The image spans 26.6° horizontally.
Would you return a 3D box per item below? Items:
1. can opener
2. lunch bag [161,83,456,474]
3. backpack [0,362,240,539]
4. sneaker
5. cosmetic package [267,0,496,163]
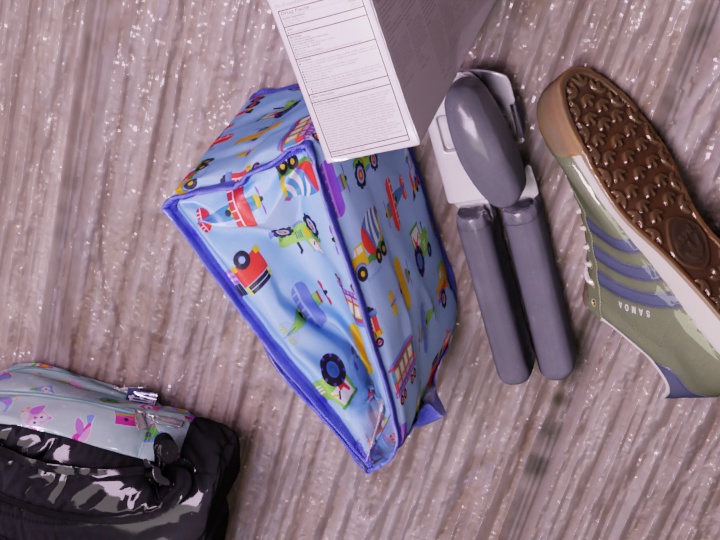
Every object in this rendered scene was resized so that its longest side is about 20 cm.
[{"bbox_3d":[0.077,-0.017,0.859,0.053,0.067,0.201,-8,115,20],"label":"can opener"},{"bbox_3d":[0.000,0.000,0.841,0.094,0.151,0.201,-20,110,25],"label":"lunch bag"},{"bbox_3d":[-0.185,0.144,0.987,0.199,0.127,0.168,16,109,8],"label":"backpack"},{"bbox_3d":[0.146,-0.009,0.843,0.200,0.067,0.090,52,138,-2],"label":"sneaker"},{"bbox_3d":[0.016,-0.132,0.736,0.050,0.200,0.083,-9,115,21],"label":"cosmetic package"}]
